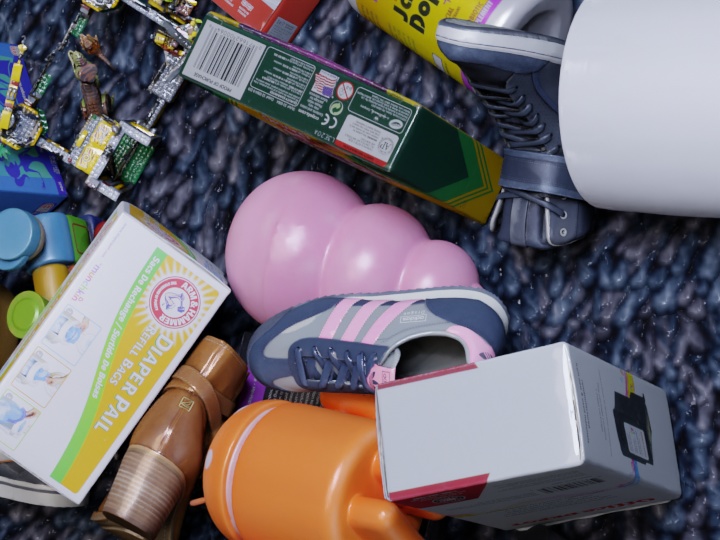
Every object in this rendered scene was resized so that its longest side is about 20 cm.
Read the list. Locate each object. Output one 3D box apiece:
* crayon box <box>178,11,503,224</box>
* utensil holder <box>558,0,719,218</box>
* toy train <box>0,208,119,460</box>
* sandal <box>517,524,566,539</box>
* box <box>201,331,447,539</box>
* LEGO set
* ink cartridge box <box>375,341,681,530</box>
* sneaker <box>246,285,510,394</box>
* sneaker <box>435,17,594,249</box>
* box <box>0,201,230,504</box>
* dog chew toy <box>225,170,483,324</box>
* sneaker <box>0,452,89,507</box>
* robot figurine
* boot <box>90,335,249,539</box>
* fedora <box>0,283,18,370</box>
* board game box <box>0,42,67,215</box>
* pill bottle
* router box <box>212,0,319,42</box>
[{"bbox_3d":[-0.009,-0.111,1.583,0.199,0.172,0.059,27,90,29],"label":"crayon box"},{"bbox_3d":[0.257,-0.116,1.451,0.198,0.170,0.172,3,82,31],"label":"utensil holder"},{"bbox_3d":[-0.239,0.049,1.707,0.084,0.115,0.202,-19,72,24],"label":"toy train"},{"bbox_3d":[0.091,0.267,1.488,0.076,0.043,0.201,-36,28,52],"label":"sandal"},{"bbox_3d":[-0.017,0.139,1.622,0.198,0.036,0.144,14,88,30],"label":"box"},{"bbox_3d":[-0.206,-0.149,1.701,0.153,0.116,0.200,39,93,-3],"label":"LEGO set"},{"bbox_3d":[0.118,0.119,1.461,0.145,0.200,0.084,-14,72,24],"label":"ink cartridge box"},{"bbox_3d":[0.005,0.060,1.512,0.198,0.082,0.071,-11,118,18],"label":"sneaker"},{"bbox_3d":[0.113,-0.093,1.503,0.077,0.201,0.148,18,93,43],"label":"sneaker"},{"bbox_3d":[-0.196,0.058,1.610,0.101,0.112,0.201,36,90,-9],"label":"box"},{"bbox_3d":[0.000,0.000,1.594,0.198,0.124,0.126,16,89,20],"label":"dog chew toy"},{"bbox_3d":[-0.311,0.144,1.750,0.198,0.078,0.080,5,93,17],"label":"sneaker"},{"bbox_3d":[-0.034,0.158,1.533,0.199,0.116,0.145,9,98,40],"label":"robot figurine"},{"bbox_3d":[-0.143,0.135,1.629,0.076,0.200,0.156,26,74,8],"label":"boot"},{"bbox_3d":[-0.344,0.049,1.770,0.200,0.081,0.203,-17,65,41],"label":"fedora"},{"bbox_3d":[-0.349,-0.122,1.746,0.045,0.199,0.153,-35,67,36],"label":"board game box"},{"bbox_3d":[0.057,-0.217,1.606,0.199,0.104,0.105,36,98,28],"label":"pill bottle"},{"bbox_3d":[-0.087,-0.310,1.730,0.200,0.049,0.180,40,100,28],"label":"router box"}]
